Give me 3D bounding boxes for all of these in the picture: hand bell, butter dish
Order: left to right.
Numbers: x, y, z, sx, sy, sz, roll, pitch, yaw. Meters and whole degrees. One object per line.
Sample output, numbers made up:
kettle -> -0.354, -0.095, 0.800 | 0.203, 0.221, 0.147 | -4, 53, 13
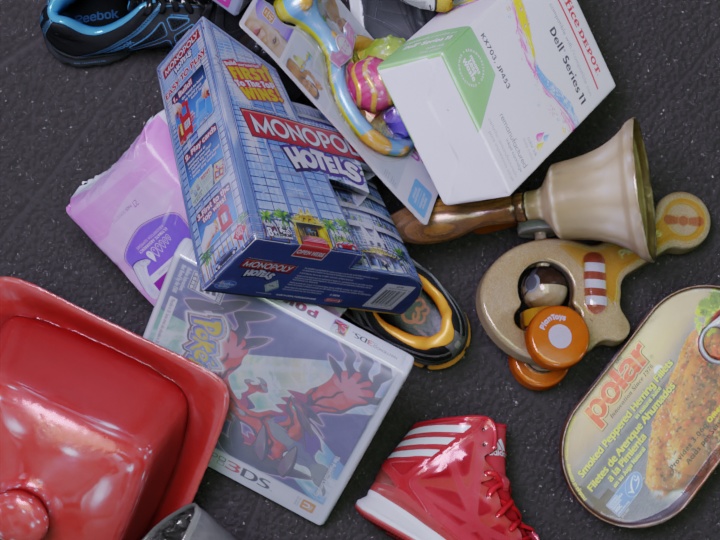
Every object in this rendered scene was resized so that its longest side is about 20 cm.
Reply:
butter dish -> -0.220, 0.142, 1.341 | 0.198, 0.148, 0.201 | 26, 117, 1
hand bell -> 0.110, -0.044, 1.382 | 0.198, 0.104, 0.105 | -8, 86, 15

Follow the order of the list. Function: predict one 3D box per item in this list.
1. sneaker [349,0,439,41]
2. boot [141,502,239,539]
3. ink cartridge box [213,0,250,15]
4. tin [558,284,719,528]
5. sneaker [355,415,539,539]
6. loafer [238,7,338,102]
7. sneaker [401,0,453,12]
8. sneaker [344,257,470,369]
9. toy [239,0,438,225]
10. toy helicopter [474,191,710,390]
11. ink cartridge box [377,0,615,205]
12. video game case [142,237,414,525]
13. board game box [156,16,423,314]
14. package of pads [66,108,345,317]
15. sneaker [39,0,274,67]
sneaker -> 0.033, -0.250, 1.421 | 0.098, 0.071, 0.202 | -12, 93, 28
boot -> -0.058, 0.231, 1.371 | 0.182, 0.073, 0.200 | -46, 108, -5
ink cartridge box -> -0.136, -0.286, 1.416 | 0.199, 0.042, 0.119 | 34, 51, 8
tin -> 0.231, 0.102, 1.437 | 0.112, 0.042, 0.200 | 40, 86, -3
sneaker -> 0.101, 0.172, 1.386 | 0.199, 0.078, 0.116 | 26, 81, 21
loafer -> -0.092, -0.125, 1.430 | 0.200, 0.071, 0.073 | -40, 102, 11
sneaker -> 0.082, -0.268, 1.360 | 0.082, 0.078, 0.201 | 33, 79, 5
sneaker -> 0.000, 0.000, 1.417 | 0.199, 0.077, 0.079 | 32, 87, 2
toy -> 0.008, -0.142, 1.353 | 0.200, 0.116, 0.047 | 44, 129, -19
toy helicopter -> 0.174, -0.009, 1.437 | 0.199, 0.079, 0.133 | -28, 78, -14
ink cartridge box -> 0.112, -0.149, 1.371 | 0.200, 0.067, 0.118 | -45, 115, -40
video game case -> -0.075, 0.085, 1.364 | 0.181, 0.201, 0.023 | 27, 46, 0
board game box -> -0.056, -0.074, 1.318 | 0.062, 0.199, 0.201 | -41, 60, 30
package of pads -> -0.108, -0.015, 1.377 | 0.200, 0.120, 0.076 | 47, 45, -7
sneaker -> -0.143, -0.198, 1.423 | 0.198, 0.082, 0.074 | -16, 84, -4
